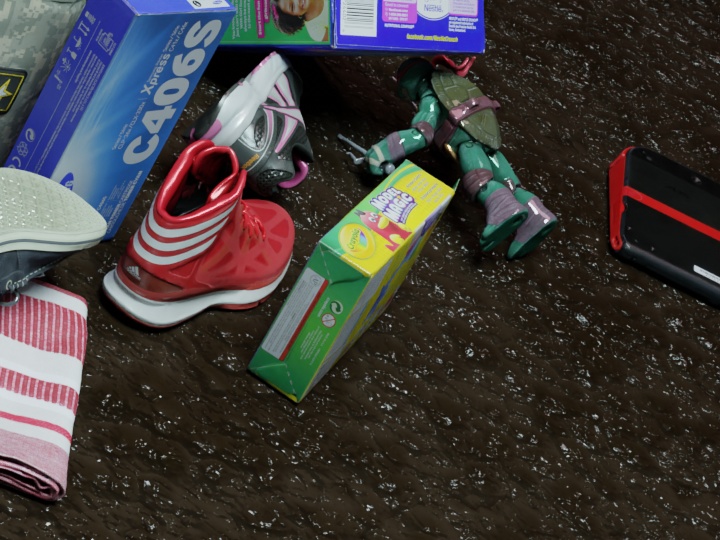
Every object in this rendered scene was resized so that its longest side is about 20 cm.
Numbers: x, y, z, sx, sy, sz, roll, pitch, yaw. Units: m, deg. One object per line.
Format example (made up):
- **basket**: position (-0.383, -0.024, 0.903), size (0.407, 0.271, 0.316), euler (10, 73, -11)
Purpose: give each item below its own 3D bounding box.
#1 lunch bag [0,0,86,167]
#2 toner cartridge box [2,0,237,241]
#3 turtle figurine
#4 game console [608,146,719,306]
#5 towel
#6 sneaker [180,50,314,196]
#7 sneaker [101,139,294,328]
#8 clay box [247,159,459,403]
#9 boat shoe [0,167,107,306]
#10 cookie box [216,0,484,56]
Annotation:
- **lunch bag**: position (-0.291, -0.152, 1.556), size (0.200, 0.164, 0.118), euler (21, 25, -16)
- **toner cartridge box**: position (-0.166, -0.103, 1.561), size (0.095, 0.200, 0.043), euler (-9, 49, -49)
- **turtle figurine**: position (0.069, -0.101, 1.892), size (0.150, 0.101, 0.200), euler (-10, 54, -50)
- **game console**: position (0.304, -0.022, 2.059), size (0.200, 0.031, 0.177), euler (25, 34, -10)
- **towel**: position (-0.236, 0.049, 1.446), size (0.144, 0.023, 0.200), euler (23, 30, -15)
- **sneaker**: position (-0.073, -0.098, 1.772), size (0.086, 0.080, 0.200), euler (48, 20, -5)
- **sneaker**: position (-0.085, -0.035, 1.619), size (0.078, 0.116, 0.200), euler (37, 30, 11)
- **clay box**: position (0.000, 0.000, 1.646), size (0.048, 0.115, 0.200), euler (33, 28, 5)
- **boat shoe**: position (-0.232, -0.016, 1.466), size (0.075, 0.062, 0.200), euler (40, 27, 17)
- **cookie box**: position (-0.030, -0.207, 1.875), size (0.171, 0.075, 0.200), euler (-3, 5, -45)
